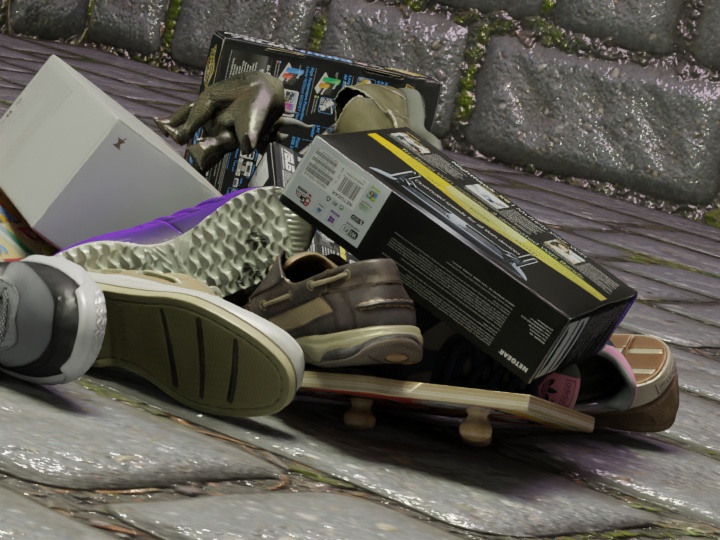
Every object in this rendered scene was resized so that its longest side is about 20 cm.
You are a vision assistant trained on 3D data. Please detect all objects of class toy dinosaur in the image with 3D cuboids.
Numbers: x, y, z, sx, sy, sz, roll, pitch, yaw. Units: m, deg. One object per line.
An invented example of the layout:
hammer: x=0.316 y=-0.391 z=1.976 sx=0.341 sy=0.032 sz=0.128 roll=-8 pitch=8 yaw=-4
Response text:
toy dinosaur: x=-0.093 y=-0.119 z=1.777 sx=0.077 sy=0.102 sz=0.200 roll=51 pitch=-7 yaw=1

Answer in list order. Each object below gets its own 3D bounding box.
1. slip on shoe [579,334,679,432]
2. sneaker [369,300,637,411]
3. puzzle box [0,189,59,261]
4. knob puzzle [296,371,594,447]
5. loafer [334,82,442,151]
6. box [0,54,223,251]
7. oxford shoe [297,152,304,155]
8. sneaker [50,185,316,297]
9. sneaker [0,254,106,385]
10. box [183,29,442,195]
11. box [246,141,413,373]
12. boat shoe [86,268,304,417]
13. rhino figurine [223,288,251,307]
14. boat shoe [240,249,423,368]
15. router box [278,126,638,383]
slip on shoe: x=0.134 y=0.075 z=1.696 sx=0.200 sy=0.061 sz=0.076 roll=4 pitch=47 yaw=27
sneaker: x=0.100 y=0.060 z=1.560 sx=0.200 sy=0.070 sz=0.082 roll=0 pitch=27 yaw=-38
puzzle box: x=-0.274 y=-0.036 z=1.646 sx=0.200 sy=0.025 sz=0.133 roll=39 pitch=16 yaw=17
knob puzzle: x=0.029 y=0.089 z=1.483 sx=0.219 sy=0.031 sz=0.220 roll=7 pitch=-5 yaw=1
loafer: x=0.012 y=-0.083 z=1.728 sx=0.070 sy=0.075 sz=0.200 roll=15 pitch=20 yaw=-11
box: x=-0.182 y=-0.061 z=1.697 sx=0.124 sy=0.098 sz=0.200 roll=38 pitch=1 yaw=-26
oxford shoe: x=-0.020 y=-0.015 z=1.879 sx=0.084 sy=0.073 sz=0.200 roll=-18 pitch=-54 yaw=46
sneaker: x=-0.117 y=-0.006 z=1.568 sx=0.200 sy=0.070 sz=0.100 roll=-17 pitch=7 yaw=11
sneaker: x=-0.241 y=0.021 z=1.388 sx=0.114 sy=0.076 sz=0.200 roll=5 pitch=5 yaw=-43
box: x=-0.048 y=-0.085 z=2.008 sx=0.198 sy=0.200 sz=0.050 roll=10 pitch=10 yaw=-19
box: x=0.000 y=0.000 z=1.679 sx=0.161 sy=0.049 sz=0.200 roll=23 pitch=25 yaw=-17
boat shoe: x=-0.112 y=0.033 z=1.457 sx=0.200 sy=0.075 sz=0.068 roll=16 pitch=28 yaw=28
rhino figurine: x=-0.067 y=0.009 z=1.757 sx=0.200 sy=0.087 sz=0.060 roll=3 pitch=51 yaw=-48
boat shoe: x=-0.026 y=0.024 z=1.468 sx=0.074 sy=0.073 sz=0.200 roll=1 pitch=-3 yaw=-35
router box: x=0.065 y=-0.015 z=1.513 sx=0.200 sy=0.052 sz=0.157 roll=37 pitch=17 yaw=16
